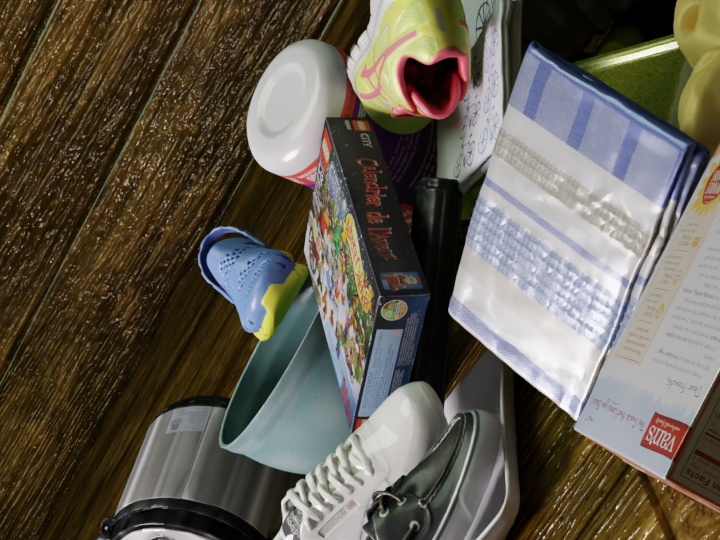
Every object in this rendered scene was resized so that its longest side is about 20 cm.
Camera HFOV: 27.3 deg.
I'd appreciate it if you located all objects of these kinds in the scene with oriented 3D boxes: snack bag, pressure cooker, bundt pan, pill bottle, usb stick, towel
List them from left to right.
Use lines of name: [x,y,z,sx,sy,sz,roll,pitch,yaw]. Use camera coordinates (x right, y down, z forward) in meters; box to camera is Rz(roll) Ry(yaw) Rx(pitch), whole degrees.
pressure cooker: [-0.153,0.245,1.430,0.176,0.178,0.201,-47,19,42]
pill bottle: [0.011,-0.108,1.235,0.112,0.199,0.113,-26,55,43]
usb stick: [0.049,0.033,1.086,0.055,0.032,0.202,-164,78,-76]
snack bag: [0.085,-0.162,1.088,0.189,0.021,0.202,131,144,-73]
towel: [0.127,-0.020,0.909,0.147,0.024,0.201,38,126,37]
bundt pan: [0.177,-0.228,1.201,0.202,0.076,0.202,-43,5,4]

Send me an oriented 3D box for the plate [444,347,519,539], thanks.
plate: [0.060,0.172,1.058,0.201,0.032,0.200,-56,13,28]

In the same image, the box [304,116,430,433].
box: [0.000,0.000,1.104,0.201,0.037,0.137,-107,20,-46]

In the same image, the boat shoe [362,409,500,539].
boat shoe: [0.026,0.177,0.979,0.201,0.056,0.069,-62,12,2]

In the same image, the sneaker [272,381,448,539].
sneaker: [-0.006,0.159,1.050,0.201,0.080,0.077,-61,33,27]

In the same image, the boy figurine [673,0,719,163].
boy figurine: [0.245,-0.153,0.889,0.124,0.064,0.201,4,64,41]

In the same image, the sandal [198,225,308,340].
sandal: [-0.102,0.006,1.331,0.080,0.087,0.200,-58,12,-1]

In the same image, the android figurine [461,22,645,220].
android figurine: [0.144,-0.112,1.162,0.200,0.041,0.182,-48,8,-25]

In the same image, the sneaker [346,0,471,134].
sneaker: [0.040,-0.140,1.076,0.200,0.078,0.091,92,159,-68]

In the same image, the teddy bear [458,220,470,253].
teddy bear: [0.104,-0.078,1.351,0.145,0.066,0.201,107,-174,-83]

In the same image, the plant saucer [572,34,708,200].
plant saucer: [0.159,-0.073,0.971,0.199,0.048,0.201,-9,53,49]

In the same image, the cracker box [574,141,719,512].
cracker box: [0.197,0.018,0.767,0.201,0.057,0.134,-62,12,-1]

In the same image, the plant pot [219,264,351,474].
plant pot: [-0.014,0.094,1.277,0.201,0.134,0.201,-57,11,18]
